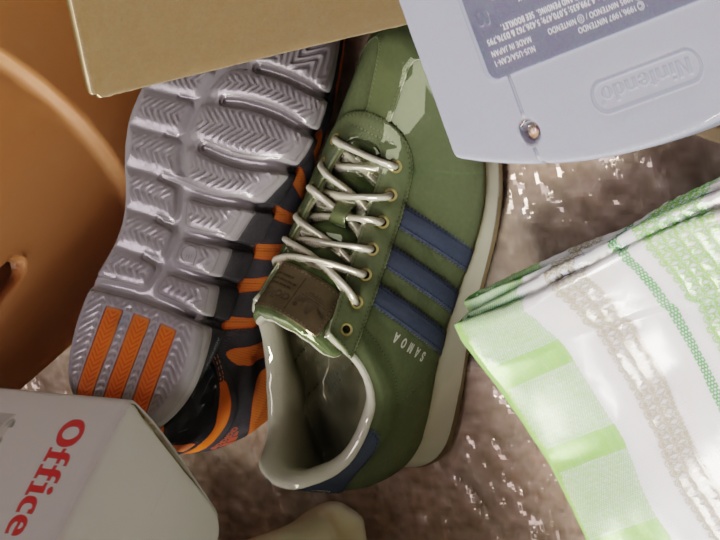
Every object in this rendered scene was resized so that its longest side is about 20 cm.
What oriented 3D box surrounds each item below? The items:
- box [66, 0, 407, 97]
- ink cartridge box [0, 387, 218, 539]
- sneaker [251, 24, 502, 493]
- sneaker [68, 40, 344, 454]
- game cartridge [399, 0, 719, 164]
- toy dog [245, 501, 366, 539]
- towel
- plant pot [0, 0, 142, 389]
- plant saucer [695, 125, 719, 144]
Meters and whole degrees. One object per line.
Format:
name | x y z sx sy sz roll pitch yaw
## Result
box | -0.044 -0.180 1.013 0.021 0.163 0.201 -153 50 -77
ink cartridge box | -0.176 0.121 1.072 0.199 0.147 0.083 2 141 33
sneaker | 0.000 0.000 1.073 0.067 0.090 0.201 25 121 37
sneaker | -0.050 -0.018 1.128 0.077 0.112 0.201 23 86 25
game cartridge | 0.093 -0.110 0.941 0.199 0.041 0.134 -18 89 46
toy dog | -0.045 0.191 1.135 0.139 0.200 0.194 38 92 -13
towel | 0.133 0.046 0.986 0.200 0.031 0.150 -26 97 47
plant pot | -0.187 -0.022 1.155 0.199 0.140 0.201 21 145 16
plant saucer | 0.139 -0.140 0.931 0.199 0.029 0.201 18 117 40
